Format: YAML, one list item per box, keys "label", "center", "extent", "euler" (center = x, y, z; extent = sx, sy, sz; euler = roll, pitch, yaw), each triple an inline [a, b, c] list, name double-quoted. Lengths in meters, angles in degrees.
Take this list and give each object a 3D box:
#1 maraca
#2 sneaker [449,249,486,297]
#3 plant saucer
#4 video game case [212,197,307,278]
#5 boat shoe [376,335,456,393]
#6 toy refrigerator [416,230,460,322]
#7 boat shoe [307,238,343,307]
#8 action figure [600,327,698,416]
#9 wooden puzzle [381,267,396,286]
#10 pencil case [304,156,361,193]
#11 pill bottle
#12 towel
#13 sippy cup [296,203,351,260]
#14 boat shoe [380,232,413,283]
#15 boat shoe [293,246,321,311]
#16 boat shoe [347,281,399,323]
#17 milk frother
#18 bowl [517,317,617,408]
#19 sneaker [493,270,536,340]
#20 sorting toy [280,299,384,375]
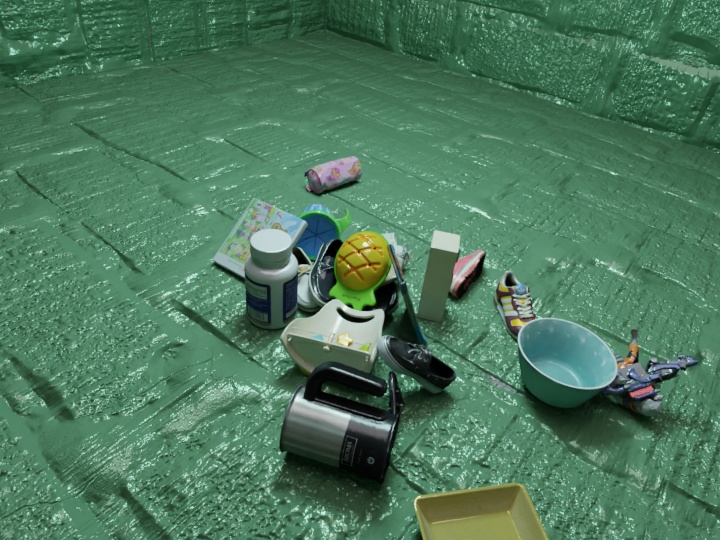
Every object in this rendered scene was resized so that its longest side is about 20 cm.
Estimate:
- label: "maraca"
  center: [0.000, 0.000, 1.204]
  extent: [0.135, 0.107, 0.203]
  euler: [9, 68, 20]
- label: "sneaker"
  center: [0.266, -0.010, 1.384]
  extent: [0.086, 0.075, 0.200]
  euler: [24, 40, 25]
- label: "plant saucer"
  center: [0.193, 0.436, 0.793]
  extent: [0.196, 0.049, 0.201]
  euler: [-2, 37, -12]
- label: "video game case"
  center: [-0.257, -0.072, 1.336]
  extent: [0.180, 0.022, 0.202]
  euler: [25, 74, 24]
- label: "boat shoe"
  center: [0.116, 0.177, 1.023]
  extent: [0.199, 0.066, 0.071]
  euler: [40, 30, -28]
- label: "toy refrigerator"
  center: [0.184, 0.017, 1.226]
  extent: [0.069, 0.203, 0.076]
  euler: [12, 35, 8]
- label: "boat shoe"
  center: [-0.076, -0.001, 1.253]
  extent: [0.074, 0.062, 0.202]
  euler: [33, 42, -22]
- label: "action figure"
  center: [0.593, 0.219, 1.108]
  extent: [0.197, 0.105, 0.195]
  euler: [-15, 39, 13]
- label: "wooden puzzle"
  center: [-0.013, -0.007, 1.311]
  extent: [0.182, 0.038, 0.201]
  euler: [-24, 38, 1]
- label: "pencil case"
  center: [-0.087, -0.317, 1.736]
  extent: [0.198, 0.089, 0.087]
  euler: [-27, 47, -36]
- label: "pill bottle"
  center: [-0.197, 0.018, 1.164]
  extent: [0.117, 0.203, 0.121]
  euler: [5, 36, -3]
- label: "towel"
  center: [0.104, 0.057, 1.168]
  extent: [0.021, 0.202, 0.148]
  euler: [-19, 39, 3]
- label: "sippy cup"
  center: [-0.120, -0.116, 1.427]
  extent: [0.175, 0.142, 0.131]
  euler: [12, 25, -8]
- label: "boat shoe"
  center: [0.101, -0.041, 1.395]
  extent: [0.085, 0.076, 0.203]
  euler: [-16, 32, -1]
- label: "boat shoe"
  center: [-0.145, 0.018, 1.284]
  extent: [0.073, 0.069, 0.201]
  euler: [-10, 40, -21]
- label: "boat shoe"
  center: [0.029, 0.088, 1.219]
  extent: [0.074, 0.067, 0.198]
  euler: [31, 43, 29]
- label: "milk frother"
  center: [-0.020, 0.258, 0.950]
  extent: [0.185, 0.184, 0.200]
  euler: [14, -6, 10]
- label: "bowl"
  center: [0.414, 0.204, 1.092]
  extent: [0.197, 0.106, 0.202]
  euler: [5, 37, -3]
- label: "sneaker"
  center: [0.379, 0.086, 1.257]
  extent: [0.074, 0.091, 0.201]
  euler: [-4, 37, -15]
- label: "sorting toy"
  center: [-0.034, 0.132, 1.088]
  extent: [0.197, 0.108, 0.181]
  euler: [11, 43, 19]
